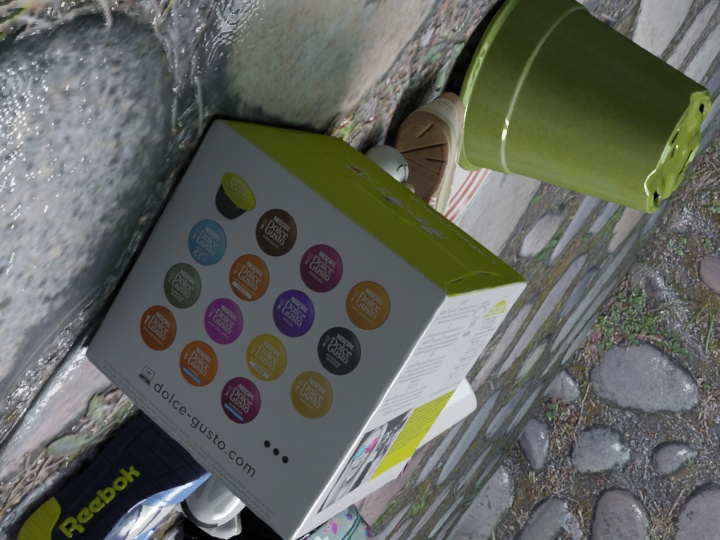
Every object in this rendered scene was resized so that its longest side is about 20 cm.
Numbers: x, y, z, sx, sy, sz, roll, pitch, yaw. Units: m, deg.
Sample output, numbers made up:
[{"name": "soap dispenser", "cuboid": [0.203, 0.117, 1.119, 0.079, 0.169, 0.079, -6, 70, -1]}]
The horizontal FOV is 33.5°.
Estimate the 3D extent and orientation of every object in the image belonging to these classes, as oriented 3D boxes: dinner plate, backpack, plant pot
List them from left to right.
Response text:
[{"name": "backpack", "cuboid": [-0.071, 0.270, 1.223, 0.199, 0.127, 0.167, -4, -146, 51]}, {"name": "dinner plate", "cuboid": [0.091, -0.099, 1.219, 0.200, 0.024, 0.201, -47, 163, -19]}, {"name": "plant pot", "cuboid": [0.216, -0.147, 1.116, 0.200, 0.189, 0.202, -45, 151, -32]}]

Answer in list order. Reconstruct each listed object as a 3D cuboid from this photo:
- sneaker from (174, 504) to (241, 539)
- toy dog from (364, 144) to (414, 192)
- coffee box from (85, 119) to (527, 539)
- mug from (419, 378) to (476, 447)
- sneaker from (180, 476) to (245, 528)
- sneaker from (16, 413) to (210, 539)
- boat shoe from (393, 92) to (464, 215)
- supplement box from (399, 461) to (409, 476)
[{"name": "sneaker", "cuboid": [-0.095, 0.178, 1.182, 0.201, 0.080, 0.071, -50, 161, -15]}, {"name": "toy dog", "cuboid": [0.000, 0.000, 1.049, 0.132, 0.096, 0.201, -39, 158, -38]}, {"name": "coffee box", "cuboid": [-0.031, 0.032, 0.852, 0.199, 0.199, 0.200, -57, 162, 15]}, {"name": "mug", "cuboid": [0.032, 0.158, 1.383, 0.153, 0.149, 0.187, -40, 154, -13]}, {"name": "sneaker", "cuboid": [-0.088, 0.137, 1.074, 0.201, 0.075, 0.115, -55, -173, -25]}, {"name": "sneaker", "cuboid": [-0.189, 0.183, 0.964, 0.199, 0.074, 0.083, -35, 159, -27]}, {"name": "boat shoe", "cuboid": [0.054, -0.071, 1.094, 0.065, 0.071, 0.201, -50, 167, -45]}, {"name": "supplement box", "cuboid": [0.040, 0.094, 1.244, 0.201, 0.109, 0.086, -60, 168, -31]}]
